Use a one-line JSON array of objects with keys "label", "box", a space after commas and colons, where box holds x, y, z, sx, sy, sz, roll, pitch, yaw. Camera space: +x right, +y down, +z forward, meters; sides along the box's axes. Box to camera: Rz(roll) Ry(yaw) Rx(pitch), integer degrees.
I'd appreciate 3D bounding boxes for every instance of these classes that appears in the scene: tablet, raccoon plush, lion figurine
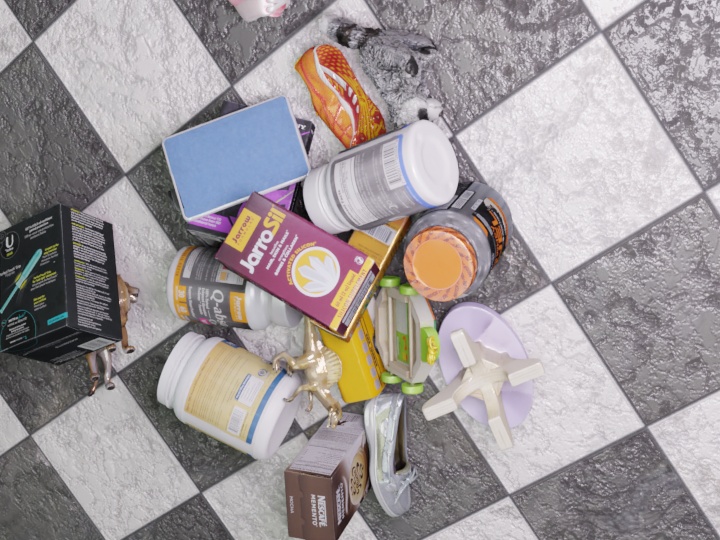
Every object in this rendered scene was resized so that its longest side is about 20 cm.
[{"label": "tablet", "box": [-0.179, -0.162, 1.614, 0.197, 0.014, 0.132, -19, 79, 2]}, {"label": "raccoon plush", "box": [0.028, -0.265, 1.558, 0.198, 0.096, 0.136, 30, 127, 25]}, {"label": "lion figurine", "box": [-0.425, 0.107, 1.862, 0.200, 0.072, 0.124, -49, 54, 34]}]

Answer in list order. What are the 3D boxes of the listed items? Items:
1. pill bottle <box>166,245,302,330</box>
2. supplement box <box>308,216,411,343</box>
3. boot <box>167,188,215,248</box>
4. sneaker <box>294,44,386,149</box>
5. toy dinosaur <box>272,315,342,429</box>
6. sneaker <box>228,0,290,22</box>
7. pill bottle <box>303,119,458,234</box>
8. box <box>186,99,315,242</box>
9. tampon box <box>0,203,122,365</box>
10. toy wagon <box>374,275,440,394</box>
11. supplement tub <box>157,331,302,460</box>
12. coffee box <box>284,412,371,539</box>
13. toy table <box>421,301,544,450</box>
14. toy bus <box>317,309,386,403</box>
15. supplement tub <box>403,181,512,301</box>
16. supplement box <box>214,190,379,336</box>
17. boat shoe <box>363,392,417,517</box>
[{"label": "pill bottle", "box": [-0.188, 0.029, 1.718, 0.196, 0.116, 0.119, 6, 111, 19]}, {"label": "supplement box", "box": [0.000, 0.000, 1.612, 0.068, 0.067, 0.202, 29, 85, 9]}, {"label": "boot", "box": [-0.185, -0.078, 1.680, 0.132, 0.070, 0.200, -44, 79, -1]}, {"label": "sneaker", "box": [-0.023, -0.226, 1.601, 0.077, 0.073, 0.202, -14, 105, 52]}, {"label": "toy dinosaur", "box": [-0.076, 0.137, 1.680, 0.100, 0.058, 0.204, -13, 91, 24]}, {"label": "sneaker", "box": [-0.110, -0.417, 1.549, 0.199, 0.075, 0.106, -28, 93, 35]}, {"label": "pill bottle", "box": [0.024, -0.119, 1.517, 0.198, 0.114, 0.115, -17, 103, 38]}, {"label": "box", "box": [-0.158, -0.135, 1.632, 0.140, 0.036, 0.204, 14, 82, 7]}, {"label": "tampon box", "box": [-0.477, 0.025, 1.776, 0.148, 0.126, 0.203, -19, 67, 26]}, {"label": "toy wagon", "box": [0.071, 0.096, 1.613, 0.039, 0.199, 0.158, -6, 101, -24]}, {"label": "supplement tub", "box": [-0.205, 0.194, 1.768, 0.197, 0.145, 0.147, 24, 116, 11]}, {"label": "coffee box", "box": [-0.042, 0.313, 1.717, 0.078, 0.200, 0.115, 5, 111, 19]}, {"label": "toy table", "box": [0.179, 0.155, 1.610, 0.183, 0.117, 0.201, -35, 99, 17]}, {"label": "toy bus", "box": [-0.021, 0.090, 1.697, 0.064, 0.078, 0.203, -13, 104, 24]}, {"label": "supplement tub", "box": [0.131, -0.038, 1.523, 0.120, 0.200, 0.125, 7, 112, 18]}, {"label": "supplement box", "box": [-0.085, -0.009, 1.544, 0.198, 0.086, 0.112, 30, 85, 10]}, {"label": "boat shoe", "box": [0.053, 0.287, 1.745, 0.064, 0.074, 0.206, -3, 101, 26]}]
